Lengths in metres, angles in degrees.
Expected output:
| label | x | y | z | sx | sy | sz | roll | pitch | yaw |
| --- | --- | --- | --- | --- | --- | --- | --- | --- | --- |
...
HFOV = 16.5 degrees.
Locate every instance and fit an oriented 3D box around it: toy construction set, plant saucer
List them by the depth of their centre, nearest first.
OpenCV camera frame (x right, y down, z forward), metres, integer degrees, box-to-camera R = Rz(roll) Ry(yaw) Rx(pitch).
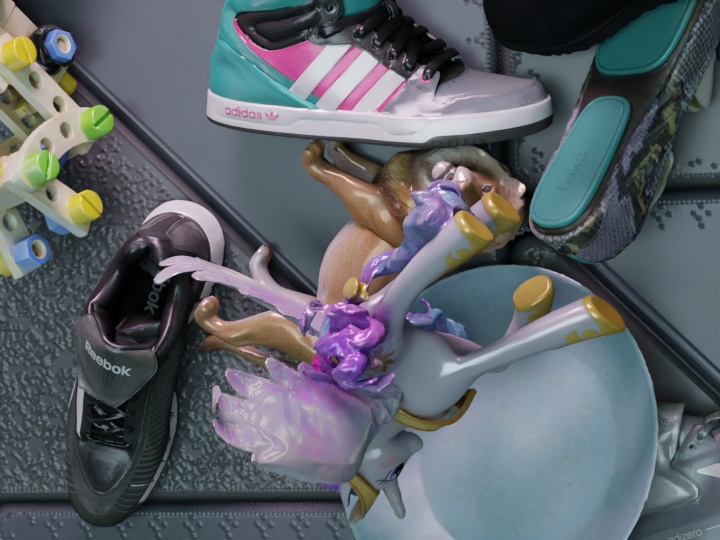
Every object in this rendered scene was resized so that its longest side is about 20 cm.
| label | x | y | z | sx | sy | sz | roll | pitch | yaw |
| --- | --- | --- | --- | --- | --- | --- | --- | --- | --- |
| plant saucer | 0.081 | 0.098 | 1.391 | 0.201 | 0.039 | 0.201 | -7 | 76 | 30 |
| toy construction set | -0.216 | -0.105 | 1.406 | 0.092 | 0.131 | 0.200 | -6 | 133 | 30 |

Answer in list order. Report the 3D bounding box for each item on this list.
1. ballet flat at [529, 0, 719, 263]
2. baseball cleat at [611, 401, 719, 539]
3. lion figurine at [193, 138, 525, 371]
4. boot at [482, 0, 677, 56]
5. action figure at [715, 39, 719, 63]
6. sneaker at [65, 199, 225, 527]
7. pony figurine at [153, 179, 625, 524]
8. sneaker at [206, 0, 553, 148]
| label | x | y | z | sx | sy | sz | roll | pitch | yaw |
| --- | --- | --- | --- | --- | --- | --- | --- | --- | --- |
| ballet flat | 0.154 | -0.091 | 1.356 | 0.072 | 0.072 | 0.200 | 24 | 76 | 10 |
| baseball cleat | 0.213 | 0.094 | 1.364 | 0.200 | 0.070 | 0.106 | -42 | 86 | 14 |
| lion figurine | 0.000 | 0.000 | 1.409 | 0.122 | 0.072 | 0.200 | 38 | 109 | 11 |
| boot | 0.093 | -0.171 | 1.284 | 0.198 | 0.162 | 0.073 | -13 | 74 | 46 |
| action figure | 0.267 | -0.078 | 1.294 | 0.105 | 0.200 | 0.193 | 20 | 129 | -26 |
| sneaker | -0.138 | 0.057 | 1.436 | 0.066 | 0.090 | 0.200 | 20 | 101 | 12 |
| pony figurine | 0.008 | 0.043 | 1.312 | 0.193 | 0.167 | 0.200 | 32 | 116 | -33 |
| sneaker | 0.010 | -0.137 | 1.386 | 0.200 | 0.084 | 0.121 | 5 | 107 | 15 |
